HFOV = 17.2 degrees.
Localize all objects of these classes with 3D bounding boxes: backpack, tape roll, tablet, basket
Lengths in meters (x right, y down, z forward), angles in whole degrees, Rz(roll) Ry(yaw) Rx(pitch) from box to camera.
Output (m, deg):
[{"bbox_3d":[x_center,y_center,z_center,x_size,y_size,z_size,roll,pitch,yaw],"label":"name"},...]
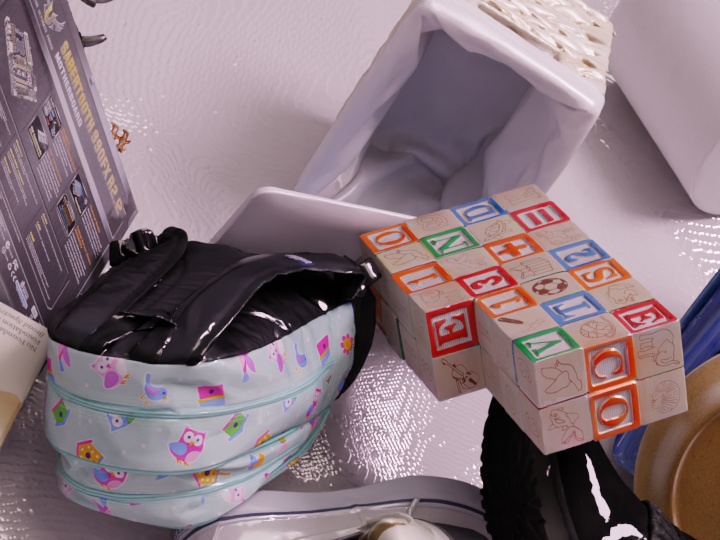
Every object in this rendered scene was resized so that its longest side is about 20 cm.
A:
[{"bbox_3d":[-0.091,0.056,1.315,0.166,0.127,0.200,3,16,21],"label":"backpack"},{"bbox_3d":[0.294,-0.156,1.736,0.202,0.203,0.140,-9,59,-39],"label":"tape roll"},{"bbox_3d":[0.000,0.000,1.453,0.199,0.130,0.014,11,58,-26],"label":"tablet"},{"bbox_3d":[0.060,-0.099,1.536,0.135,0.200,0.124,31,36,-7],"label":"basket"}]

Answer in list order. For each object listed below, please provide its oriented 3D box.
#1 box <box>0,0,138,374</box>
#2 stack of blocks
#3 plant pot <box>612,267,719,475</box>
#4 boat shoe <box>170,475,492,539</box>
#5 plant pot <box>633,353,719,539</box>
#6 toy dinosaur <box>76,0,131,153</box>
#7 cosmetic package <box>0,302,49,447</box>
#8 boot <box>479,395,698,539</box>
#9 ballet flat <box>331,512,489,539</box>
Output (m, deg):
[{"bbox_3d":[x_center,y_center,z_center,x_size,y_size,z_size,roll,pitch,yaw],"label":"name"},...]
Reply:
[{"bbox_3d":[-0.200,-0.066,1.340,0.048,0.201,0.159,1,39,21],"label":"box"},{"bbox_3d":[0.087,0.027,1.335,0.115,0.059,0.200,-17,28,-14],"label":"stack of blocks"},{"bbox_3d":[0.303,0.065,1.548,0.199,0.200,0.180,33,27,-4],"label":"plant pot"},{"bbox_3d":[-0.004,0.169,1.343,0.201,0.075,0.086,2,52,-30],"label":"boat shoe"},{"bbox_3d":[0.268,0.138,1.462,0.200,0.200,0.028,33,18,-5],"label":"plant pot"},{"bbox_3d":[-0.228,-0.141,1.477,0.200,0.102,0.136,50,56,-12],"label":"toy dinosaur"},{"bbox_3d":[-0.246,0.094,1.247,0.105,0.071,0.200,28,43,-8],"label":"cosmetic package"},{"bbox_3d":[0.156,0.146,1.354,0.157,0.080,0.212,8,51,-20],"label":"boot"},{"bbox_3d":[-0.004,0.168,1.266,0.199,0.073,0.073,-12,60,-24],"label":"ballet flat"}]
